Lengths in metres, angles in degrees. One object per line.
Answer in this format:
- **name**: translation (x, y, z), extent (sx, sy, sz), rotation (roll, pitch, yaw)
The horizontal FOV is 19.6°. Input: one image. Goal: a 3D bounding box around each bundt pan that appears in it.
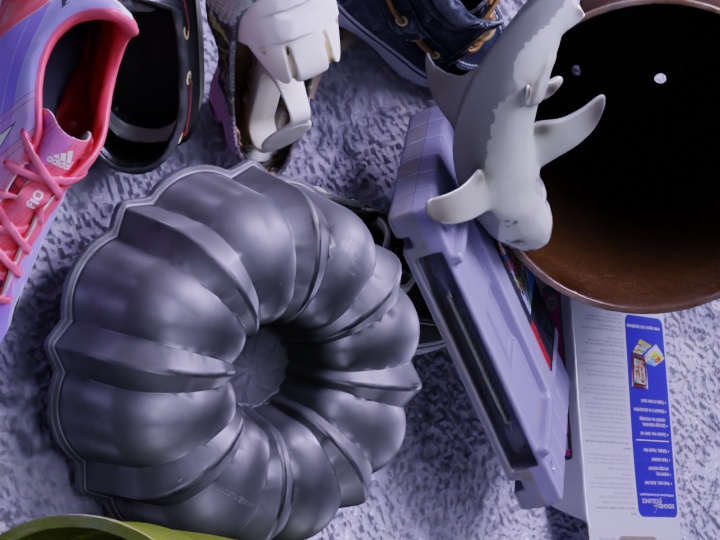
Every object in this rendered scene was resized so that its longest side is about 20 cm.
- **bundt pan**: translation (-0.051, 0.049, 1.028), extent (0.201, 0.076, 0.203), rotation (-7, 102, -34)

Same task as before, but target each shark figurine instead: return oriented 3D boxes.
- **shark figurine**: translation (0.075, -0.107, 1.087), extent (0.128, 0.089, 0.215), rotation (-9, 129, -41)

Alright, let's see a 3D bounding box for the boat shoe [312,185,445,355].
- **boat shoe**: translation (0.000, 0.000, 1.141), extent (0.200, 0.064, 0.071), rotation (18, 68, -41)

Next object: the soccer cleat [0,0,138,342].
- **soccer cleat**: translation (-0.159, -0.038, 0.951), extent (0.067, 0.076, 0.200), rotation (21, 89, -41)

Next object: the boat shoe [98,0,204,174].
- **boat shoe**: translation (-0.115, -0.143, 1.008), extent (0.063, 0.073, 0.202), rotation (-75, 161, -58)

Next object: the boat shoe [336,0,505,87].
- **boat shoe**: translation (0.054, -0.147, 1.184), extent (0.200, 0.091, 0.071), rotation (16, 81, -58)

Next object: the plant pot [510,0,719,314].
- **plant pot**: translation (0.162, -0.101, 1.241), extent (0.187, 0.187, 0.200), rotation (56, 14, -20)

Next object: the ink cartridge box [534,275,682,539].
- **ink cartridge box**: translation (0.155, 0.091, 1.294), extent (0.095, 0.037, 0.201), rotation (8, 72, -44)

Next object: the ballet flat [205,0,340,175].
- **ballet flat**: translation (-0.042, -0.111, 1.045), extent (0.069, 0.200, 0.071), rotation (-18, 65, -15)

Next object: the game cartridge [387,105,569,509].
- **game cartridge**: translation (0.072, 0.018, 1.170), extent (0.130, 0.038, 0.200), rotation (-71, 141, -56)

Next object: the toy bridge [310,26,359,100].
- **toy bridge**: translation (-0.013, -0.181, 1.198), extent (0.067, 0.027, 0.200), rotation (35, 57, -37)

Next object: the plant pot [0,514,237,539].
- **plant pot**: translation (-0.067, 0.205, 0.954), extent (0.193, 0.200, 0.201), rotation (2, 79, -57)
